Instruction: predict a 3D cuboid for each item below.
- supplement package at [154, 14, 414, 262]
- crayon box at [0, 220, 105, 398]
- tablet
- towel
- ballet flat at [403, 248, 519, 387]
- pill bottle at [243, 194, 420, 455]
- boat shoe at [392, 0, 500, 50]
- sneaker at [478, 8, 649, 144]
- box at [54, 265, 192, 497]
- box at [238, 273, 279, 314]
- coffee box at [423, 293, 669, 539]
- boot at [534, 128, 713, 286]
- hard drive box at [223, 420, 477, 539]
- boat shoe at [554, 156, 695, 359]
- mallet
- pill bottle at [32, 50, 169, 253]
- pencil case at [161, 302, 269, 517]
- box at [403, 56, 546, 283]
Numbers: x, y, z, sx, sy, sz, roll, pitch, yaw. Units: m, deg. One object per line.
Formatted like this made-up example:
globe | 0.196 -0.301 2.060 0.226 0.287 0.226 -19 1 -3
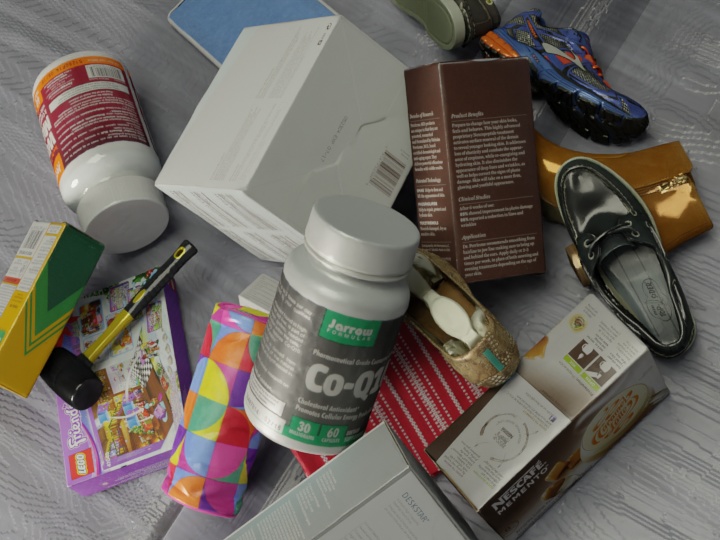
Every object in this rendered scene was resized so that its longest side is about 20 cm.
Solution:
supplement package | -0.060 -0.120 1.568 0.199 0.147 0.192 8 66 59
crayon box | -0.337 0.050 1.637 0.201 0.051 0.125 -63 24 -10
tablet | -0.111 -0.268 1.780 0.130 0.014 0.200 -45 60 -3
towel | 0.026 0.129 1.495 0.199 0.022 0.145 -32 94 5
ballet flat | 0.065 0.025 1.431 0.071 0.065 0.200 -47 50 -4
pill bottle | -0.023 0.045 1.397 0.113 0.113 0.202 32 117 30
boat shoe | 0.074 -0.298 1.693 0.060 0.072 0.202 -18 47 -19
sneaker | 0.205 -0.196 1.590 0.078 0.075 0.200 -46 60 -8
box | -0.238 0.110 1.638 0.136 0.039 0.202 -20 61 13
box | -0.030 0.065 1.572 0.199 0.039 0.041 26 51 29
coffee box | 0.164 0.131 1.427 0.200 0.114 0.080 -43 58 -2
boot | 0.232 -0.091 1.538 0.143 0.071 0.202 -27 64 2
hard drive box | -0.009 0.254 1.406 0.199 0.156 0.077 -35 31 2
boat shoe | 0.232 -0.011 1.448 0.074 0.066 0.201 -25 88 13
mallet | -0.229 0.054 1.617 0.200 0.041 0.066 -42 56 -4
pill bottle | -0.271 -0.124 1.720 0.109 0.110 0.201 -27 59 8
pencil case | -0.120 0.128 1.533 0.088 0.088 0.202 20 91 28
box | 0.105 -0.092 1.506 0.075 0.099 0.202 5 101 61
